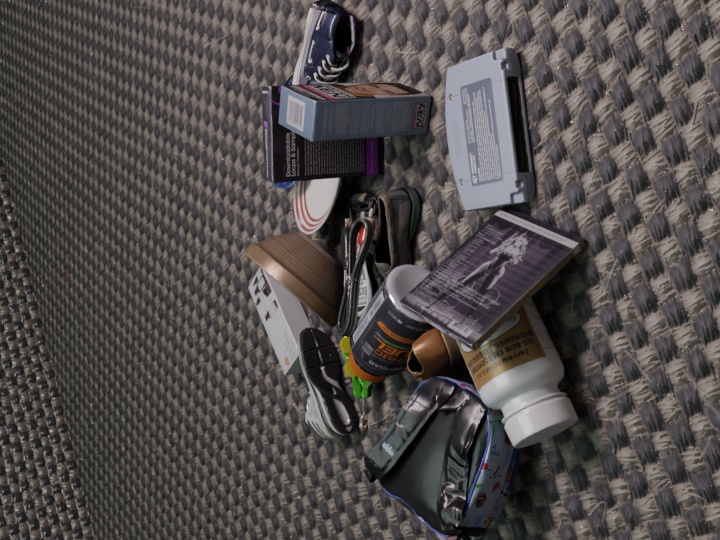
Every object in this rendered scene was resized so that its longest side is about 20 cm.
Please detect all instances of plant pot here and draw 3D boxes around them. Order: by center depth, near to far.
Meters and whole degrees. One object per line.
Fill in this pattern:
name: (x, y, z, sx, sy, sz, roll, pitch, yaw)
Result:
plant pot: (-0.094, 0.000, 1.669, 0.093, 0.201, 0.201, -49, 43, -2)

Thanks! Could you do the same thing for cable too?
cable: (0.000, 0.000, 1.516, 0.097, 0.050, 0.201, -22, 66, 58)

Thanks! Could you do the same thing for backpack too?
backpack: (0.131, 0.246, 1.348, 0.200, 0.154, 0.191, 28, 105, 40)

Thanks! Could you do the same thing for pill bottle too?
pill bottle: (0.197, 0.118, 1.267, 0.114, 0.114, 0.201, -49, 57, 49)
pill bottle: (0.049, 0.090, 1.496, 0.107, 0.106, 0.200, 63, 143, 27)

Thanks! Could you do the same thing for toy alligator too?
toy alligator: (0.009, 0.166, 1.626, 0.054, 0.059, 0.201, -14, 83, 16)

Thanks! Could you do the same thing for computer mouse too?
computer mouse: (0.003, -0.025, 1.604, 0.109, 0.044, 0.201, -11, 82, 52)

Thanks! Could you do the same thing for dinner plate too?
dinner plate: (-0.066, -0.159, 1.663, 0.200, 0.024, 0.201, -28, 58, 59)

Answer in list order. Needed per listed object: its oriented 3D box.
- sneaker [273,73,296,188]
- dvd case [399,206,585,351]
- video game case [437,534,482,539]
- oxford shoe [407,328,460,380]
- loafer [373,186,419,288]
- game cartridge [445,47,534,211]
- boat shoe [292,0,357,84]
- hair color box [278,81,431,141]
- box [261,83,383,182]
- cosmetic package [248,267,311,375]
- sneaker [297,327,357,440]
sneaker: (-0.117, -0.243, 1.706, 0.078, 0.070, 0.201, -122, 45, -75)
dvd case: (0.164, 0.005, 1.243, 0.149, 0.200, 0.016, 30, 157, 50)
video game case: (0.130, 0.313, 1.495, 0.200, 0.023, 0.183, 51, 136, 39)
oxford shoe: (0.100, 0.131, 1.399, 0.200, 0.071, 0.072, 75, 173, -63)
loafer: (0.042, -0.033, 1.519, 0.072, 0.063, 0.201, 34, 124, 49)
game cartridge: (0.169, -0.184, 1.320, 0.133, 0.041, 0.201, -4, 93, 61)
boat shoe: (-0.057, -0.331, 1.594, 0.093, 0.074, 0.201, 39, 128, 56)
hair color box: (-0.007, -0.233, 1.426, 0.099, 0.199, 0.061, 34, 125, 49)
box: (-0.056, -0.213, 1.506, 0.036, 0.199, 0.144, 16, 110, 55)
cosmetic package: (-0.145, 0.088, 1.844, 0.201, 0.050, 0.083, 64, 144, 26)
sneaker: (-0.083, 0.209, 1.750, 0.115, 0.075, 0.201, -38, 67, 51)
